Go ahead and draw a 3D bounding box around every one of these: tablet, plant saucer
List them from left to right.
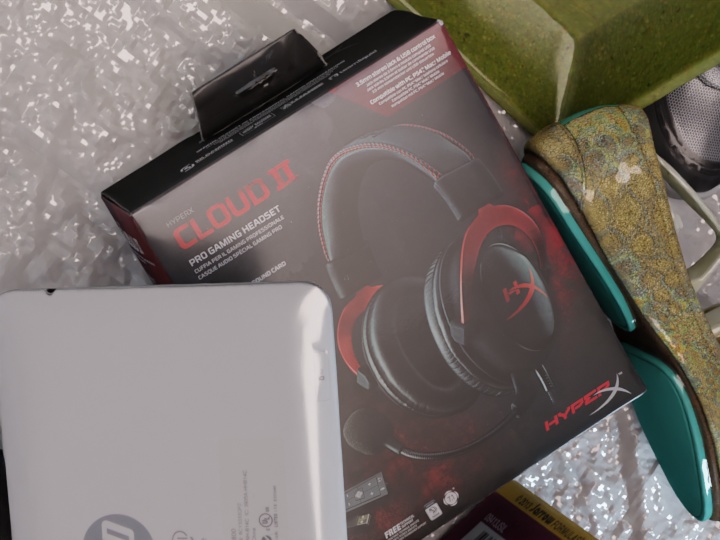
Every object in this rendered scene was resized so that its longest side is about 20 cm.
[{"bbox_3d":[-0.069,0.103,1.039,0.130,0.014,0.200,-2,101,10],"label":"tablet"},{"bbox_3d":[0.079,-0.160,1.086,0.200,0.200,0.048,41,49,-17],"label":"plant saucer"}]

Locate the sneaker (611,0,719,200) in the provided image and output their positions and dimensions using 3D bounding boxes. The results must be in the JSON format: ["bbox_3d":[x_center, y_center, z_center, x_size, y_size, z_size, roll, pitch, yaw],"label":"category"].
[{"bbox_3d":[0.172,-0.122,1.130,0.075,0.114,0.200,16,91,-25],"label":"sneaker"}]

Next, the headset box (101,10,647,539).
[{"bbox_3d":[0.000,0.000,1.119,0.149,0.075,0.200,-32,105,-9],"label":"headset box"}]

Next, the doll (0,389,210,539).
[{"bbox_3d":[-0.135,0.100,1.081,0.200,0.048,0.137,-26,103,13],"label":"doll"}]

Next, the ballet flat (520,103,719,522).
[{"bbox_3d":[0.132,0.017,1.153,0.071,0.071,0.200,-33,115,-10],"label":"ballet flat"}]

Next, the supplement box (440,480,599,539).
[{"bbox_3d":[0.105,0.202,1.149,0.103,0.131,0.200,-42,106,-6],"label":"supplement box"}]
